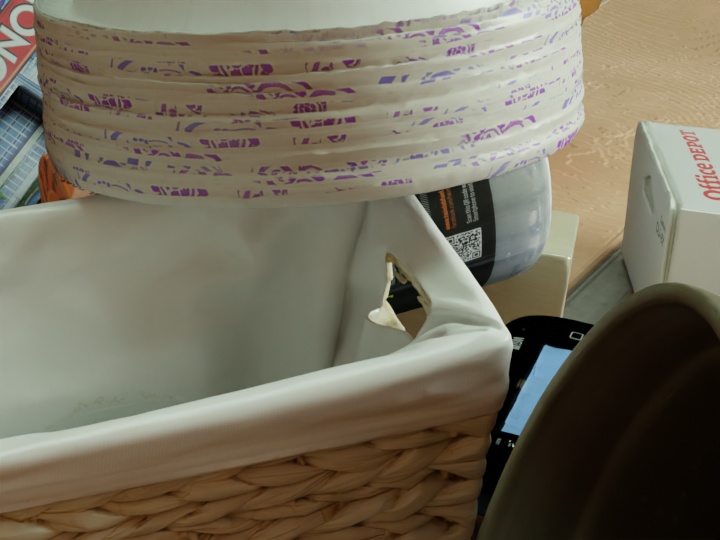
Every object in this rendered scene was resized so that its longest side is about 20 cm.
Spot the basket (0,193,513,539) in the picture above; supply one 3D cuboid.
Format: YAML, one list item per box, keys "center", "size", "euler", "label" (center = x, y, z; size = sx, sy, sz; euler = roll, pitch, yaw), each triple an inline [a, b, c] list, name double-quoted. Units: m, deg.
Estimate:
- center: [-0.063, 0.055, 0.790]
  size: [0.200, 0.124, 0.136]
  euler: [-12, 36, -18]
  label: "basket"

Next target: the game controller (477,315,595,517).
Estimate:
- center: [0.095, 0.062, 0.934]
  size: [0.104, 0.042, 0.200]
  euler: [22, 20, 7]
  label: "game controller"

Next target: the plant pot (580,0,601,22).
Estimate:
- center: [0.046, -0.151, 1.408]
  size: [0.200, 0.140, 0.200]
  euler: [7, 21, -3]
  label: "plant pot"

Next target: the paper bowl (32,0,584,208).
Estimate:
- center: [-0.019, -0.096, 0.833]
  size: [0.200, 0.105, 0.201]
  euler: [-2, 17, 1]
  label: "paper bowl"

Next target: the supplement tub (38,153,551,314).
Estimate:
- center: [-0.029, -0.030, 0.982]
  size: [0.200, 0.123, 0.123]
  euler: [-17, 29, -16]
  label: "supplement tub"

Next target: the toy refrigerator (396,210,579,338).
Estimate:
- center: [0.000, 0.000, 1.100]
  size: [0.199, 0.076, 0.070]
  euler: [9, 21, 6]
  label: "toy refrigerator"

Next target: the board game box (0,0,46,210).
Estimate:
- center: [-0.181, -0.090, 1.102]
  size: [0.200, 0.062, 0.200]
  euler: [33, 63, 0]
  label: "board game box"

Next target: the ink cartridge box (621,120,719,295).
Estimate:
- center: [0.244, -0.011, 1.197]
  size: [0.199, 0.084, 0.145]
  euler: [6, 21, -3]
  label: "ink cartridge box"

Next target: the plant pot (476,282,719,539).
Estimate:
- center: [0.143, 0.124, 0.720]
  size: [0.173, 0.200, 0.200]
  euler: [19, 18, -16]
  label: "plant pot"
